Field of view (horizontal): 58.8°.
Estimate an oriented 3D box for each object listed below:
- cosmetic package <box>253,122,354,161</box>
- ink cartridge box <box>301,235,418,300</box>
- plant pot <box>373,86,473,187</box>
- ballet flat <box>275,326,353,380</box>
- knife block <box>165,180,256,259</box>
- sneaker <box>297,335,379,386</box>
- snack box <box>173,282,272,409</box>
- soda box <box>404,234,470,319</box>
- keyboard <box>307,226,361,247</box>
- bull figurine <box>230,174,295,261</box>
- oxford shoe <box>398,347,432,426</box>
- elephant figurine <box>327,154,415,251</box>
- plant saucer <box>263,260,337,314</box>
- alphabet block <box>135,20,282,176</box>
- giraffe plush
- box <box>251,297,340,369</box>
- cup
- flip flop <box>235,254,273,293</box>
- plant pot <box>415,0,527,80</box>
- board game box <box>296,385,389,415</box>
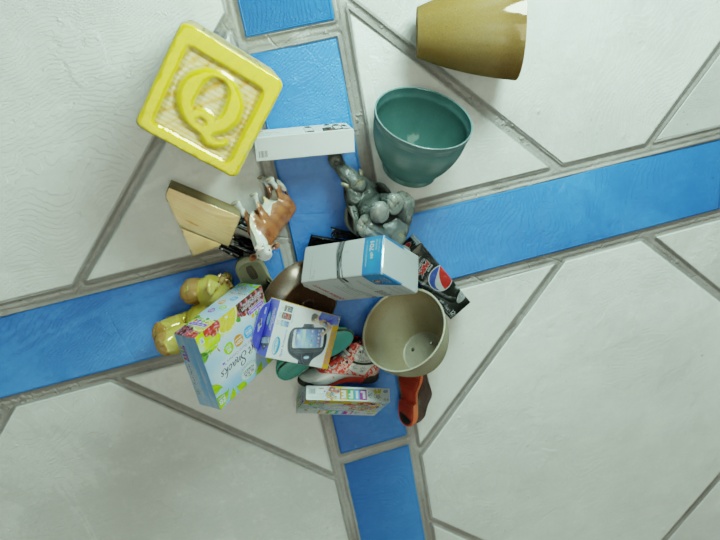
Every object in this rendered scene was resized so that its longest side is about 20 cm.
[{"bbox_3d":[-0.116,-0.260,1.282,0.197,0.083,0.051,-7,110,-10],"label":"cosmetic package"},{"bbox_3d":[0.000,0.000,1.313,0.146,0.198,0.087,27,63,-52],"label":"ink cartridge box"},{"bbox_3d":[0.112,-0.255,1.290,0.197,0.202,0.135,1,138,-13],"label":"plant pot"},{"bbox_3d":[-0.110,0.177,1.461,0.198,0.070,0.068,-31,116,-3],"label":"ballet flat"},{"bbox_3d":[-0.283,-0.112,1.312,0.173,0.064,0.202,-22,114,-5],"label":"knife block"},{"bbox_3d":[-0.049,0.209,1.491,0.198,0.067,0.110,-2,111,-16],"label":"sneaker"},{"bbox_3d":[-0.260,0.148,1.283,0.067,0.200,0.171,6,121,33],"label":"snack box"},{"bbox_3d":[0.164,0.015,1.458,0.063,0.071,0.200,-41,114,4],"label":"soda box"},{"bbox_3d":[-0.020,-0.052,1.419,0.197,0.040,0.105,9,132,-17],"label":"keyboard"},{"bbox_3d":[-0.190,-0.108,1.274,0.064,0.201,0.123,-13,117,24],"label":"bull figurine"},{"bbox_3d":[0.140,0.280,1.572,0.072,0.071,0.203,-8,113,-41],"label":"oxford shoe"},{"bbox_3d":[0.017,-0.141,1.334,0.140,0.200,0.157,-2,120,-38],"label":"elephant figurine"},{"bbox_3d":[-0.123,0.075,1.394,0.198,0.037,0.203,-19,125,-30],"label":"plant saucer"},{"bbox_3d":[-0.270,-0.317,1.159,0.194,0.200,0.197,25,104,-20],"label":"alphabet block"},{"bbox_3d":[-0.327,0.084,1.337,0.197,0.172,0.165,6,103,-24],"label":"giraffe plush"},{"bbox_3d":[-0.135,0.133,1.342,0.199,0.041,0.121,19,83,-46],"label":"box"},{"bbox_3d":[0.121,0.162,1.458,0.199,0.201,0.143,-36,141,4],"label":"cup"},{"bbox_3d":[-0.207,0.044,1.370,0.080,0.058,0.201,-26,139,-4],"label":"flip flop"},{"bbox_3d":[0.207,-0.464,1.235,0.196,0.187,0.189,-1,112,2],"label":"plant pot"},{"bbox_3d":[-0.044,0.307,1.502,0.197,0.035,0.135,5,154,-14],"label":"board game box"}]
